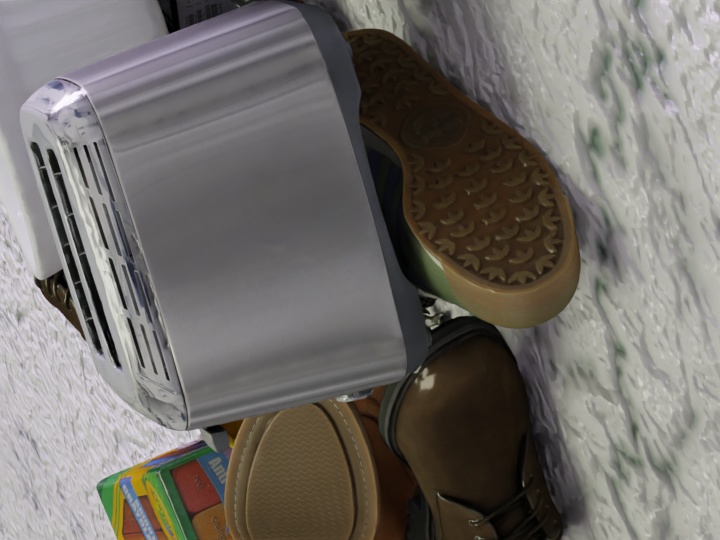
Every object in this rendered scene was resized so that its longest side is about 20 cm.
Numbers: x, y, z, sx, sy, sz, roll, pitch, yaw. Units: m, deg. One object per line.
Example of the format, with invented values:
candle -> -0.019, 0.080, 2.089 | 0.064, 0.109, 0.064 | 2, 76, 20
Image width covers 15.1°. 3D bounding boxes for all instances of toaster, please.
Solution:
toaster -> -0.060, -0.027, 1.139 | 0.114, 0.129, 0.201 | -157, 49, -69

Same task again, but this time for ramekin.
ramekin -> -0.152, -0.105, 1.370 | 0.200, 0.097, 0.202 | 160, 90, -81

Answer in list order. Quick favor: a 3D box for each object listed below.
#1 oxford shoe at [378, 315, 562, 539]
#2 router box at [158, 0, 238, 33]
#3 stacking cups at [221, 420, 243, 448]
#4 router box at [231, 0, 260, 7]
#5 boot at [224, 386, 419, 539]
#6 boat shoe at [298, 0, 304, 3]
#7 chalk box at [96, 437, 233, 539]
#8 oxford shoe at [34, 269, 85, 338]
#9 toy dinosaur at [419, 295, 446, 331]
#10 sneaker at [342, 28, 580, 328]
oxford shoe -> 0.061, 0.095, 1.233 | 0.084, 0.072, 0.200 | 50, 166, 37
router box -> -0.106, -0.234, 1.361 | 0.149, 0.051, 0.201 | 53, 156, 43
stacking cups -> -0.089, 0.055, 1.485 | 0.200, 0.060, 0.061 | 15, 124, 67
router box -> -0.065, -0.196, 1.167 | 0.150, 0.062, 0.200 | 37, 165, -13
boot -> -0.002, 0.092, 1.315 | 0.156, 0.076, 0.201 | -69, -29, -49
boat shoe -> -0.042, -0.061, 1.359 | 0.068, 0.072, 0.200 | 63, 152, 29
chalk box -> -0.051, 0.147, 1.504 | 0.125, 0.123, 0.200 | 68, 162, 1
oxford shoe -> -0.137, 0.014, 1.447 | 0.084, 0.073, 0.200 | 27, -174, -19
toy dinosaur -> 0.000, 0.000, 1.294 | 0.088, 0.048, 0.200 | 34, -178, 16
sneaker -> 0.040, -0.021, 1.176 | 0.200, 0.067, 0.090 | 51, 161, 45
